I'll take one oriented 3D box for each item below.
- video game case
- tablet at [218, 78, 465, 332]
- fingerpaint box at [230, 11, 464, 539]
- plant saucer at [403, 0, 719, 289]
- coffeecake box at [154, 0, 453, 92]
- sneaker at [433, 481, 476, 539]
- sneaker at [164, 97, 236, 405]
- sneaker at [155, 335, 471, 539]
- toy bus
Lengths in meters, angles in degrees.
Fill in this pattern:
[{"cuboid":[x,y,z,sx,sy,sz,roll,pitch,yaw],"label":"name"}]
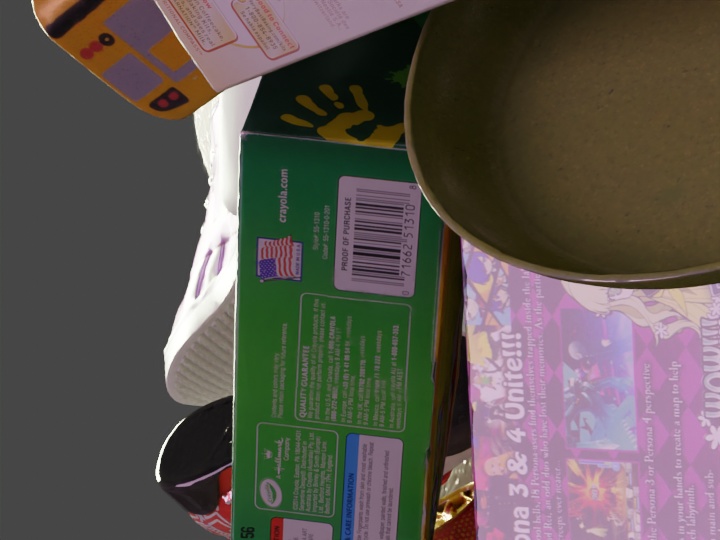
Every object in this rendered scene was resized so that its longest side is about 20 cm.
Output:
[{"cuboid":[0.115,0.049,0.671,0.181,0.036,0.201,-1,95,34],"label":"video game case"},{"cuboid":[0.010,-0.052,0.945,0.200,0.014,0.131,26,124,39],"label":"tablet"},{"cuboid":[0.000,0.000,0.828,0.167,0.073,0.201,-76,-9,-56],"label":"fingerpaint box"},{"cuboid":[0.107,-0.067,0.639,0.031,0.200,0.200,53,-177,-39],"label":"plant saucer"},{"cuboid":[0.041,-0.147,0.681,0.199,0.154,0.073,-16,118,41],"label":"coffeecake box"},{"cuboid":[0.026,0.123,0.882,0.200,0.077,0.073,-51,9,-8],"label":"sneaker"},{"cuboid":[-0.057,-0.022,1.222,0.201,0.072,0.115,-60,35,41],"label":"sneaker"},{"cuboid":[0.011,0.093,1.060,0.201,0.108,0.067,-17,43,36],"label":"sneaker"},{"cuboid":[-0.059,-0.151,0.807,0.065,0.078,0.201,-34,32,35],"label":"toy bus"}]
